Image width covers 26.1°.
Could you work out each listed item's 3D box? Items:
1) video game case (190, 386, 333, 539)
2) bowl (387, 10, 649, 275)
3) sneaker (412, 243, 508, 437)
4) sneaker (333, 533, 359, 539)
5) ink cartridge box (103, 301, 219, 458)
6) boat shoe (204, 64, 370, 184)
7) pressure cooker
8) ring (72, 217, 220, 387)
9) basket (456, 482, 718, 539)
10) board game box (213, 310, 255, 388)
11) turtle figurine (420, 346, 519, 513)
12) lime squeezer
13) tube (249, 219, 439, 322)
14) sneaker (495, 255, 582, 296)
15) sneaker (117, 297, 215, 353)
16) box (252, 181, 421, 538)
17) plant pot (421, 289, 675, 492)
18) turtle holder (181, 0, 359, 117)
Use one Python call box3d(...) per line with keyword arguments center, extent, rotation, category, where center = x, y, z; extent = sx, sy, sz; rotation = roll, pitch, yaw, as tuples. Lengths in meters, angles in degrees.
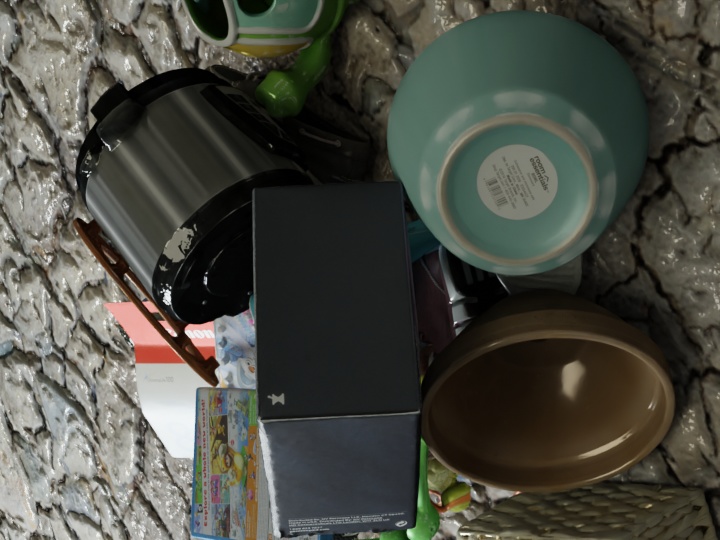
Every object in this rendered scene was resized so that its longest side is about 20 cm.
box3d(center=(-0.092, 0.182, 1.425), extent=(0.199, 0.018, 0.145), rotation=(-3, 85, 49), category="video game case")
box3d(center=(0.114, -0.077, 1.133), extent=(0.199, 0.105, 0.203), rotation=(3, 118, 5), category="bowl")
box3d(center=(0.086, 0.069, 1.351), extent=(0.115, 0.075, 0.202), rotation=(-12, 88, 56), category="sneaker")
box3d(center=(-0.030, 0.208, 1.418), extent=(0.199, 0.073, 0.081), rotation=(-32, 64, 43), category="sneaker")
box3d(center=(-0.162, 0.114, 1.569), extent=(0.159, 0.047, 0.201), rotation=(-1, 136, 30), category="ink cartridge box")
box3d(center=(-0.066, -0.144, 1.426), extent=(0.200, 0.067, 0.057), rotation=(40, 118, 23), category="boat shoe")
box3d(center=(-0.151, -0.077, 1.352), extent=(0.200, 0.178, 0.177), rotation=(49, 141, 27), category="pressure cooker")
box3d(center=(-0.191, 0.026, 1.420), extent=(0.201, 0.019, 0.200), rotation=(49, 177, 3), category="ring")
box3d(center=(0.187, 0.250, 1.264), extent=(0.199, 0.135, 0.125), rotation=(-8, 100, 50), category="basket")
box3d(center=(-0.067, 0.105, 1.446), extent=(0.199, 0.026, 0.201), rotation=(23, 132, 30), category="board game box")
box3d(center=(0.057, 0.160, 1.423), extent=(0.200, 0.064, 0.162), rotation=(-31, 83, 51), category="turtle figurine")
box3d(center=(0.030, 0.229, 1.413), extent=(0.070, 0.038, 0.200), rotation=(36, 133, -2), category="lime squeezer")
box3d(center=(0.000, 0.000, 1.325), extent=(0.199, 0.078, 0.051), rotation=(-28, 107, 16), category="tube")
box3d(center=(0.120, -0.067, 1.240), extent=(0.078, 0.080, 0.201), rotation=(-22, 111, 9), category="sneaker")
box3d(center=(-0.153, 0.040, 1.593), extent=(0.198, 0.090, 0.079), rotation=(2, 136, 27), category="sneaker")
box3d(center=(-0.017, 0.071, 1.184), extent=(0.199, 0.122, 0.202), rotation=(87, 179, -58), category="box")
box3d(center=(0.143, 0.081, 1.231), extent=(0.093, 0.199, 0.202), rotation=(-92, 20, -43), category="plant pot")
box3d(center=(-0.087, -0.240, 1.336), extent=(0.141, 0.131, 0.186), rotation=(36, 143, 24), category="turtle holder")
